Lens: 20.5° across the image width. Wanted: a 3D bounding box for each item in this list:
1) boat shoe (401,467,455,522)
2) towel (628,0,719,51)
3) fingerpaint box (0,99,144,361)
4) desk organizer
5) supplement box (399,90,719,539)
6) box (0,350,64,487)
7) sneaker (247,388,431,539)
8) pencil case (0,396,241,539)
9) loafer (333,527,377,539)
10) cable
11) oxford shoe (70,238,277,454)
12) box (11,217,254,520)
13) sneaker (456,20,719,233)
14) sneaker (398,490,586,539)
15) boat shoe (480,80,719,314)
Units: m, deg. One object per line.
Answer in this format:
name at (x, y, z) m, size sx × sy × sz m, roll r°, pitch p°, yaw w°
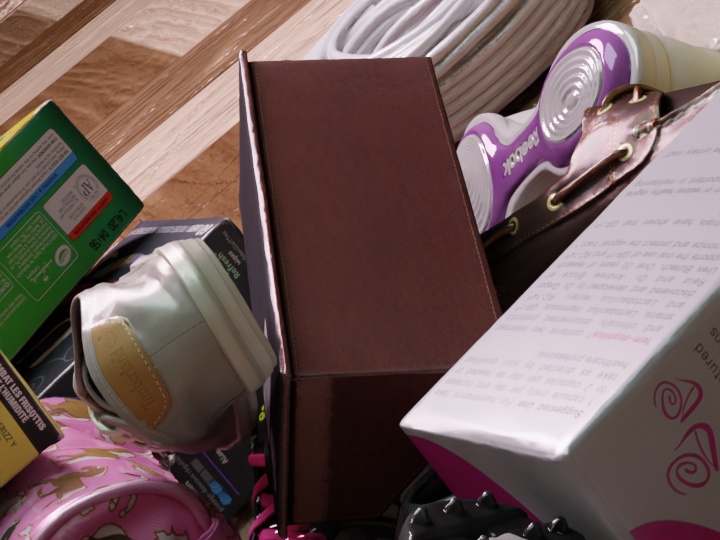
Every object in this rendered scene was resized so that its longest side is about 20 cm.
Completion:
boat shoe at (0.089, 0.041, 0.696) m, size 0.200 × 0.062 × 0.073 m, roll -46°, pitch 19°, yaw -25°
towel at (0.223, -0.152, 0.951) m, size 0.200 × 0.035 × 0.133 m, roll -32°, pitch 21°, yaw 12°
fingerpaint box at (-0.214, 0.033, 0.917) m, size 0.167 × 0.073 × 0.200 m, roll -29°, pitch 18°, yaw 42°
desk organizer at (0.000, 0.000, 0.729) m, size 0.077 × 0.072 × 0.200 m, roll -2°, pitch 37°, yaw -6°
supplement box at (0.127, 0.020, 0.618) m, size 0.200 × 0.101 × 0.103 m, roll -44°, pitch 20°, yaw -20°
box at (-0.203, 0.101, 0.704) m, size 0.200 × 0.050 × 0.075 m, roll -40°, pitch 18°, yaw -22°
sneaker at (-0.018, 0.079, 0.760) m, size 0.074 × 0.088 × 0.200 m, roll -21°, pitch 25°, yaw 39°
pencil case at (-0.100, 0.100, 0.741) m, size 0.087 × 0.083 × 0.200 m, roll -62°, pitch 16°, yaw -2°
loafer at (-0.020, 0.155, 0.608) m, size 0.071 × 0.073 × 0.200 m, roll -28°, pitch 21°, yaw 23°
cable at (0.044, -0.134, 1.177) m, size 0.200 × 0.069 × 0.200 m, roll -33°, pitch 20°, yaw 17°
oxford shoe at (-0.071, 0.033, 0.688) m, size 0.058 × 0.075 × 0.200 m, roll -34°, pitch -3°, yaw -10°
box at (-0.119, 0.079, 0.912) m, size 0.200 × 0.106 × 0.122 m, roll -45°, pitch 18°, yaw -20°
sneaker at (0.105, -0.044, 0.879) m, size 0.200 × 0.099 × 0.075 m, roll 145°, pitch 126°, yaw -63°
sneaker at (0.081, 0.133, 0.500) m, size 0.066 × 0.091 × 0.200 m, roll -6°, pitch 21°, yaw -41°
boat shoe at (0.103, -0.033, 0.757) m, size 0.200 × 0.070 × 0.070 m, roll -41°, pitch -21°, yaw 24°
